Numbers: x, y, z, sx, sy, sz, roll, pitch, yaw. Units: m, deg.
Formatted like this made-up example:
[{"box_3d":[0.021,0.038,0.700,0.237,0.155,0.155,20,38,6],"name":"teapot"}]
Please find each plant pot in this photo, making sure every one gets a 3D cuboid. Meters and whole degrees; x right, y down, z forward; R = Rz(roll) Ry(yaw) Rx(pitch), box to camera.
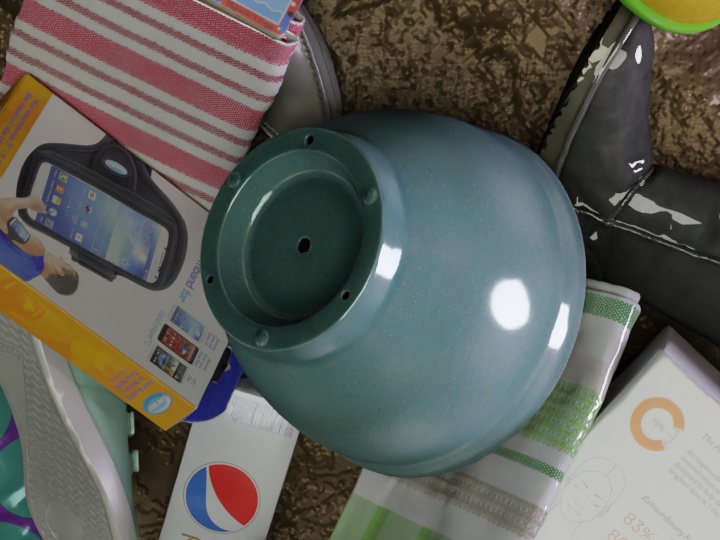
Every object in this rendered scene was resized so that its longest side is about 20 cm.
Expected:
[{"box_3d":[0.000,0.000,1.048,0.199,0.134,0.201,-12,69,34],"name":"plant pot"}]

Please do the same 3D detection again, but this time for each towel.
[{"box_3d":[-0.125,-0.103,1.099,0.146,0.030,0.200,27,138,-3],"name":"towel"},{"box_3d":[0.061,0.088,1.086,0.031,0.149,0.201,33,79,-33],"name":"towel"}]

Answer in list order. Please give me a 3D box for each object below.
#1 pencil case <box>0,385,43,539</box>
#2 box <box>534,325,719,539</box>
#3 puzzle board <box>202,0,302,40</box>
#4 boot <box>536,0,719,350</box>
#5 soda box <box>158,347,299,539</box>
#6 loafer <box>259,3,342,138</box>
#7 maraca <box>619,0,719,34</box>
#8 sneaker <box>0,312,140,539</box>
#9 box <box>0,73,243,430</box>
[{"box_3d":[-0.214,0.128,1.191,0.092,0.085,0.201,-11,107,0],"name":"pencil case"},{"box_3d":[0.146,0.149,1.093,0.124,0.097,0.200,43,102,3],"name":"box"},{"box_3d":[-0.099,-0.225,1.041,0.199,0.151,0.017,28,149,-4],"name":"puzzle board"},{"box_3d":[0.196,-0.040,1.103,0.199,0.073,0.182,23,123,4],"name":"boot"},{"box_3d":[-0.085,0.150,1.195,0.063,0.068,0.201,17,109,-1],"name":"soda box"},{"box_3d":[-0.075,-0.149,1.092,0.070,0.070,0.200,-30,103,14],"name":"loafer"},{"box_3d":[0.153,-0.213,1.016,0.137,0.107,0.200,-54,125,-22],"name":"maraca"},{"box_3d":[-0.141,0.081,1.146,0.073,0.118,0.201,-5,106,39],"name":"sneaker"},{"box_3d":[-0.137,-0.004,1.095,0.200,0.119,0.041,36,138,-15],"name":"box"}]
